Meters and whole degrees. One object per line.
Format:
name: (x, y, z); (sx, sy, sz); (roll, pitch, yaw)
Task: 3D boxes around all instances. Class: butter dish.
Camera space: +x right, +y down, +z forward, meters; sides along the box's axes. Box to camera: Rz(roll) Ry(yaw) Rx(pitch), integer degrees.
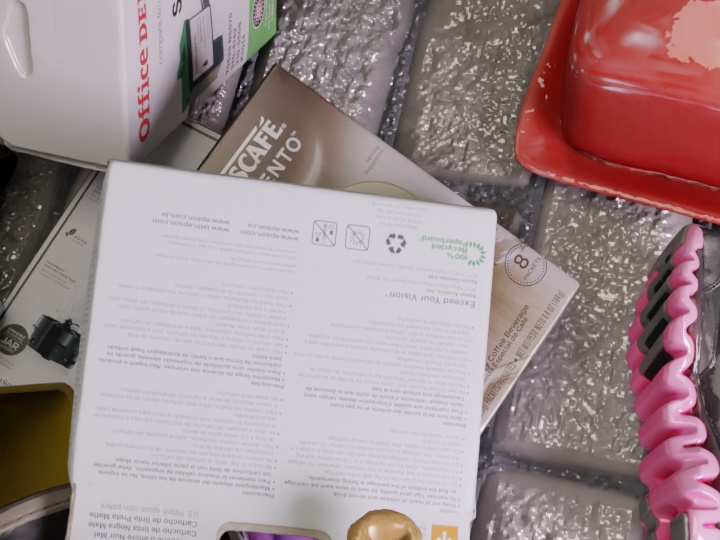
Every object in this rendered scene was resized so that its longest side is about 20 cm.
butter dish: (0.194, -0.141, 0.825); (0.199, 0.148, 0.201); (16, 74, 19)

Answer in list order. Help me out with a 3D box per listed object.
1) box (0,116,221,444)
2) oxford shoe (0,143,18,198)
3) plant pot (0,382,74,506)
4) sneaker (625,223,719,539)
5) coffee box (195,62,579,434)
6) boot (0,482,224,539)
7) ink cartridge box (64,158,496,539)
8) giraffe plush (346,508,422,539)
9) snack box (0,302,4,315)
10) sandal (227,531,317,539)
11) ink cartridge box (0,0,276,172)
box: (-0.128, 0.011, 0.892); (0.116, 0.060, 0.201); (26, 77, 22)
oxford shoe: (-0.268, 0.003, 0.925); (0.072, 0.071, 0.201); (10, 71, 12)
plant pot: (-0.272, 0.167, 0.780); (0.175, 0.200, 0.202); (-7, 84, 30)
sneaker: (0.194, 0.073, 0.792); (0.095, 0.079, 0.201); (5, 69, -8)
coffee box: (0.000, 0.000, 0.817); (0.199, 0.080, 0.115); (35, 79, 1)
boot: (-0.116, 0.187, 0.753); (0.073, 0.200, 0.151); (-30, 69, 21)
ink cartridge box: (-0.038, 0.058, 0.736); (0.198, 0.041, 0.202); (8, 80, -10)
giraffe plush: (-0.023, 0.191, 0.640); (0.161, 0.174, 0.200); (-11, 30, -22)
snack box: (-0.309, -0.029, 0.837); (0.141, 0.053, 0.201); (-25, 101, 6)
sandal: (-0.042, 0.113, 0.812); (0.082, 0.050, 0.204); (-19, 79, -29)
ink cartridge box: (-0.124, -0.166, 0.866); (0.084, 0.147, 0.200); (14, 36, 16)
